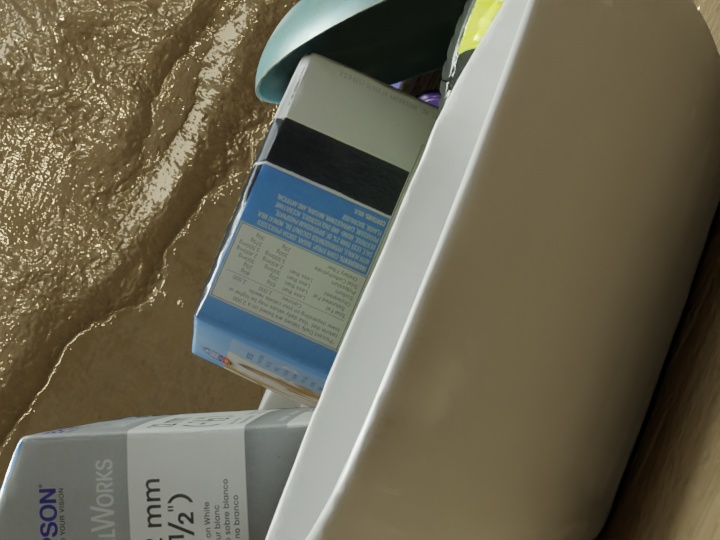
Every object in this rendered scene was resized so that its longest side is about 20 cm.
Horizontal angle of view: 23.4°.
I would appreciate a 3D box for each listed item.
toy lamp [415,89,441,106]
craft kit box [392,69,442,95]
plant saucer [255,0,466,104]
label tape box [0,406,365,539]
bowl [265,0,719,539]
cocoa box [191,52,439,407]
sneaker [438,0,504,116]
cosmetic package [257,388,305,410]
[{"bbox_3d":[0.057,-0.094,1.239,0.200,0.058,0.059,7,-73,-85],"label":"toy lamp"},{"bbox_3d":[0.018,-0.119,1.275,0.198,0.048,0.201,-50,-13,-52],"label":"craft kit box"},{"bbox_3d":[0.041,-0.128,0.814,0.200,0.199,0.028,129,122,-81],"label":"plant saucer"},{"bbox_3d":[-0.077,0.088,0.677,0.143,0.198,0.067,19,-110,-83],"label":"label tape box"},{"bbox_3d":[0.040,0.017,0.513,0.200,0.074,0.201,119,174,-71],"label":"bowl"},{"bbox_3d":[0.000,0.000,0.844,0.200,0.132,0.132,128,165,-81],"label":"cocoa box"},{"bbox_3d":[0.064,-0.038,0.695,0.076,0.075,0.202,-157,81,-80],"label":"sneaker"},{"bbox_3d":[0.001,0.034,1.136,0.107,0.090,0.200,-64,1,33],"label":"cosmetic package"}]
